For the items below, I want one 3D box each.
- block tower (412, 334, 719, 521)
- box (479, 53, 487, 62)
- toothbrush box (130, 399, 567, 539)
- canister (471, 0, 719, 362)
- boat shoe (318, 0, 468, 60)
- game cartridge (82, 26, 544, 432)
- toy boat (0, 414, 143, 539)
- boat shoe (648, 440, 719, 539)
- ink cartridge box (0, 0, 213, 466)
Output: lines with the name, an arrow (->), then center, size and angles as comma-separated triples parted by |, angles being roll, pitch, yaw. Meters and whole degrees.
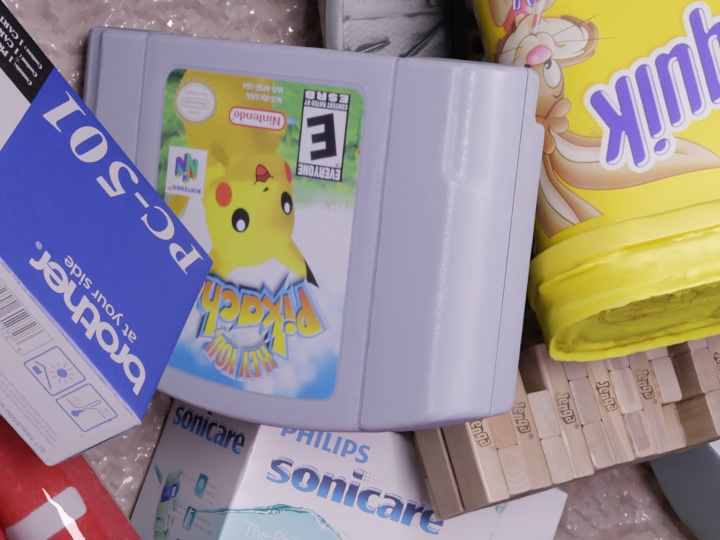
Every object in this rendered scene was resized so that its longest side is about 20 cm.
block tower -> 0.108, 0.048, 0.786 | 0.200, 0.054, 0.058 | -10, 79, -33
box -> 0.131, -0.105, 0.804 | 0.101, 0.113, 0.200 | 31, 81, 10
toothbrush box -> -0.025, 0.153, 0.794 | 0.146, 0.085, 0.200 | 20, 88, -29
canister -> 0.112, -0.083, 0.699 | 0.148, 0.087, 0.200 | -13, 75, 0
boat shoe -> 0.011, -0.151, 0.787 | 0.074, 0.065, 0.202 | -3, 94, -9
game cartridge -> -0.029, -0.013, 0.704 | 0.040, 0.200, 0.134 | -6, 102, -49
toy boat -> -0.132, 0.135, 0.668 | 0.130, 0.131, 0.200 | -36, 86, 11
boat shoe -> 0.156, 0.056, 0.886 | 0.068, 0.074, 0.199 | -41, 99, -23
ink cartridge box -> -0.132, -0.042, 0.636 | 0.200, 0.044, 0.094 | 52, 30, -23
